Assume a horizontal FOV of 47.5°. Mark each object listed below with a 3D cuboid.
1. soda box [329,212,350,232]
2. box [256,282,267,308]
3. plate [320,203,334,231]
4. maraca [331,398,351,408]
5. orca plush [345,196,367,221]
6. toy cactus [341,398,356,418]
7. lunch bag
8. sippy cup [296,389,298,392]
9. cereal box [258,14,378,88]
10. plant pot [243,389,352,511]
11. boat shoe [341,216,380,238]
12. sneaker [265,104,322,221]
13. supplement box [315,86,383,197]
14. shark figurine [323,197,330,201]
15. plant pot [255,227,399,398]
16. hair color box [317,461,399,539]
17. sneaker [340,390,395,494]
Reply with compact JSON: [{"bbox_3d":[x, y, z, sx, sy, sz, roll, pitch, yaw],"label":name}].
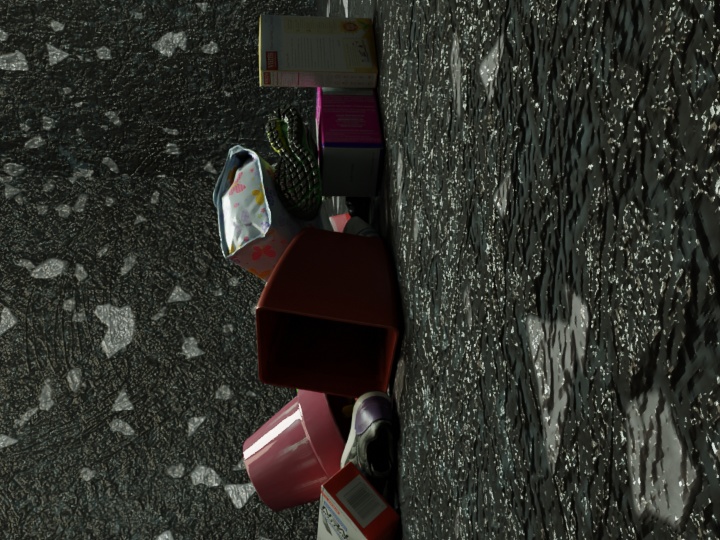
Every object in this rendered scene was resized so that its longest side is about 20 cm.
[{"bbox_3d":[-0.036,-0.005,1.594,0.064,0.068,0.205,52,-149,-59],"label":"soda box"},{"bbox_3d":[-0.110,0.036,1.707,0.153,0.104,0.204,52,-129,-52],"label":"box"},{"bbox_3d":[-0.101,-0.034,1.499,0.199,0.032,0.204,-21,93,58],"label":"plate"},{"bbox_3d":[-0.030,0.183,1.511,0.204,0.105,0.137,-65,9,-1],"label":"maraca"},{"bbox_3d":[-0.023,-0.158,1.527,0.106,0.069,0.205,-105,15,-68],"label":"orca plush"},{"bbox_3d":[-0.007,0.188,1.375,0.202,0.100,0.168,-111,10,-50],"label":"toy cactus"},{"bbox_3d":[-0.148,-0.087,1.338,0.169,0.125,0.204,34,-144,-50],"label":"lunch bag"},{"bbox_3d":[-0.065,0.294,1.771,0.177,0.137,0.134,-16,-83,-56],"label":"sippy cup"},{"bbox_3d":[-0.073,-0.368,1.375,0.040,0.194,0.147,98,170,-53],"label":"cereal box"},{"bbox_3d":[-0.089,0.300,1.359,0.203,0.176,0.200,60,-174,-11],"label":"plant pot"},{"bbox_3d":[-0.033,-0.003,1.359,0.086,0.073,0.205,51,136,37],"label":"boat shoe"},{"bbox_3d":[-0.089,-0.166,1.300,0.085,0.077,0.204,36,-143,-54],"label":"sneaker"},{"bbox_3d":[-0.021,-0.228,1.359,0.103,0.100,0.203,96,172,-46],"label":"supplement box"},{"bbox_3d":[-0.068,-0.176,1.472,0.215,0.125,0.091,85,-160,-69],"label":"shark figurine"},{"bbox_3d":[-0.041,0.054,1.213,0.202,0.194,0.179,97,-179,-52],"label":"plant pot"},{"bbox_3d":[-0.008,0.386,1.219,0.111,0.063,0.202,43,150,27],"label":"hair color box"},{"bbox_3d":[0.014,0.284,1.202,0.088,0.074,0.204,-111,21,-57],"label":"sneaker"}]
